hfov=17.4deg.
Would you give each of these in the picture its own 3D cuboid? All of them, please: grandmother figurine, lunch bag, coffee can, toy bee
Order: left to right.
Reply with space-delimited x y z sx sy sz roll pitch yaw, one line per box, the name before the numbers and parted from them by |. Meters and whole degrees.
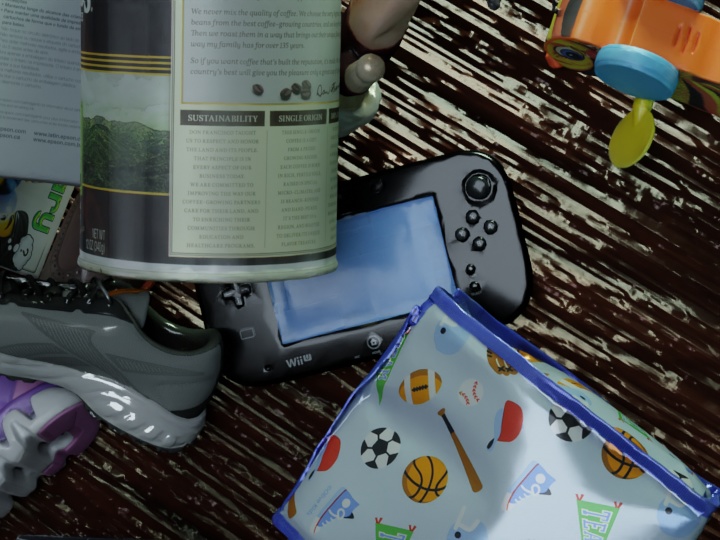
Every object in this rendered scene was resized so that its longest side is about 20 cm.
coffee can | -0.082 -0.102 1.280 0.145 0.146 0.201 3 97 17
grandmother figurine | 0.008 -0.146 1.324 0.060 0.200 0.122 32 49 -1
lunch bag | 0.073 0.129 1.285 0.200 0.124 0.170 35 95 10
toy bee | 0.151 -0.136 1.318 0.200 0.109 0.131 42 77 -3

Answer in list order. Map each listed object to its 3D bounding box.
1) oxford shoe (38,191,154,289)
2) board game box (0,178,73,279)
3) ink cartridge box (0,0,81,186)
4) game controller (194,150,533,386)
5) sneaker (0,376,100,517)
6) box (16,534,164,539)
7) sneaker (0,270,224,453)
oxford shoe | -0.141 -0.044 1.394 0.071 0.073 0.201 34 93 17
board game box | -0.202 -0.103 1.391 0.034 0.126 0.201 21 89 29
ink cartridge box | -0.207 -0.153 1.296 0.040 0.199 0.201 19 99 47
game controller | 0.000 0.000 1.364 0.199 0.042 0.105 -15 79 15
sneaker | -0.253 0.119 1.408 0.200 0.080 0.089 -42 69 1
box | -0.124 0.254 1.329 0.131 0.115 0.201 1 82 18
sneaker | -0.171 0.029 1.357 0.199 0.074 0.080 24 111 -13
